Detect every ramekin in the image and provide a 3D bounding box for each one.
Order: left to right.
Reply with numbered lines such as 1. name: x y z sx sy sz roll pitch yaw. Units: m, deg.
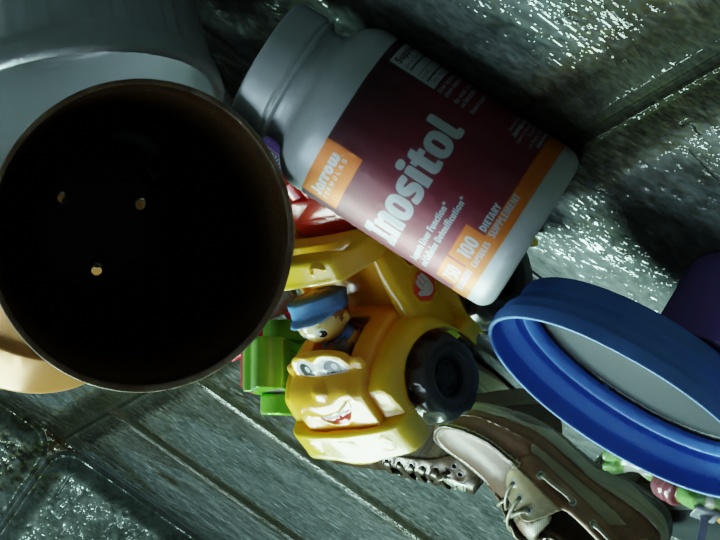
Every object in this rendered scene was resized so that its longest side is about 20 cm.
1. ramekin: -0.195 -0.144 1.464 0.199 0.098 0.201 -10 161 -3

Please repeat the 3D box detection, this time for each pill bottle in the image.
1. pill bottle: 0.024 -0.075 1.365 0.199 0.113 0.113 32 164 4

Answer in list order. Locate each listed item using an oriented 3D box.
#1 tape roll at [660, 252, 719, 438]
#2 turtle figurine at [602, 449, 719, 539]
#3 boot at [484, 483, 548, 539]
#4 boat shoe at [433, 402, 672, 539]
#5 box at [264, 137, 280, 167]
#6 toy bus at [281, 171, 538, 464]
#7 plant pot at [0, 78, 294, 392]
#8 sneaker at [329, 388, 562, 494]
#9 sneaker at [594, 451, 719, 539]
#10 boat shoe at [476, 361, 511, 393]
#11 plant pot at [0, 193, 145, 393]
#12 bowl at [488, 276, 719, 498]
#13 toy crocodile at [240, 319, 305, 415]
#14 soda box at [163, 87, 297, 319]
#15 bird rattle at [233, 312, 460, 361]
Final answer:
1. tape roll: 0.278 0.073 1.393 0.200 0.066 0.200 30 163 10
2. turtle figurine: 0.232 0.177 1.572 0.194 0.200 0.144 44 -176 37
3. boot: 0.096 0.171 2.014 0.199 0.064 0.187 24 148 19
4. boat shoe: 0.139 0.169 1.688 0.199 0.072 0.076 28 150 13
5. box: -0.073 -0.052 1.746 0.137 0.039 0.200 37 164 -10
6. toy bus: 0.000 0.000 1.477 0.135 0.200 0.192 -6 134 44
7. plant pot: -0.155 -0.025 1.418 0.187 0.187 0.200 37 173 -13
8. sneaker: 0.066 0.146 1.803 0.199 0.076 0.070 -11 162 8
9. sneaker: 0.255 0.192 1.749 0.106 0.075 0.200 43 161 -19
10. boat shoe: 0.049 0.084 1.856 0.200 0.065 0.072 40 163 -20
11. plant pot: -0.231 -0.032 1.611 0.200 0.200 0.140 35 131 -6
12. bowl: 0.175 0.073 1.404 0.200 0.039 0.201 31 164 10
13. toy crocodile: -0.057 0.069 1.593 0.061 0.068 0.200 -1 178 8
14. soda box: -0.105 -0.053 1.569 0.068 0.063 0.201 56 -168 -52
15. bird rattle: 0.005 0.069 1.748 0.199 0.113 0.163 -1 160 32
